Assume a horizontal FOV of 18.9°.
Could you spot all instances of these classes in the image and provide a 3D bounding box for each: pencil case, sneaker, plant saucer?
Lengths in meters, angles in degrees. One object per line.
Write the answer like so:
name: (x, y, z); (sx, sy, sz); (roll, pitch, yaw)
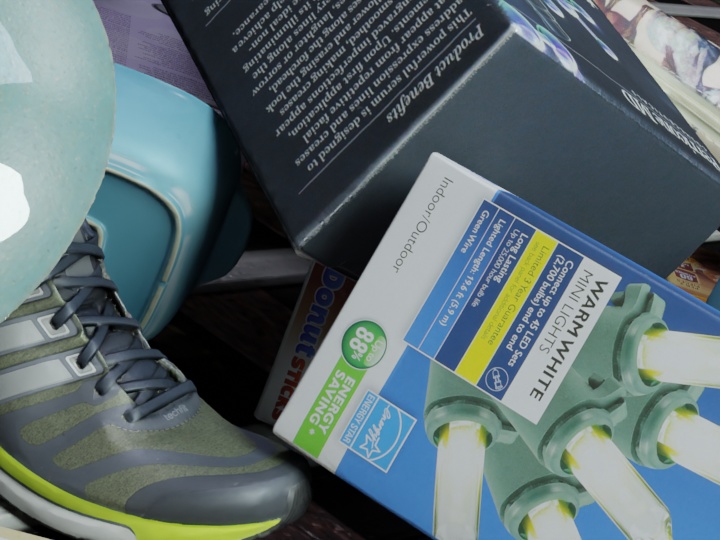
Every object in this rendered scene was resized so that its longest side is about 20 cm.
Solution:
pencil case: (0.140, -0.080, 1.005); (0.200, 0.078, 0.089); (36, -12, 5)
sneaker: (-0.100, 0.024, 0.696); (0.199, 0.081, 0.074); (27, 20, 17)
plant saucer: (-0.178, -0.053, 0.683); (0.200, 0.201, 0.039); (27, -22, 18)

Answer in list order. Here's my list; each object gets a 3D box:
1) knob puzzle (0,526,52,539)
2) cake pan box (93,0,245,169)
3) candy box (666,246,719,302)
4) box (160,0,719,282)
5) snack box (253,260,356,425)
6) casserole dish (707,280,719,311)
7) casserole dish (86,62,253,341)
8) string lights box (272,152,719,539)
knob puzzle: (-0.111, 0.101, 0.552); (0.219, 0.031, 0.220); (18, 19, -7)
cake pan box: (-0.150, -0.109, 1.061); (0.199, 0.053, 0.184); (17, 17, -12)
candy box: (0.180, 0.054, 0.946); (0.115, 0.056, 0.200); (20, 18, -6)
box: (0.022, -0.080, 0.801); (0.148, 0.107, 0.200); (29, 23, -45)
snack box: (0.000, 0.000, 0.880); (0.024, 0.072, 0.200); (23, 19, 4)
casserole dish: (0.213, 0.013, 0.870); (0.121, 0.039, 0.200); (37, 40, 6)
casserole dish: (-0.136, -0.030, 0.767); (0.199, 0.121, 0.039); (19, 41, -9)
string lights box: (0.085, 0.058, 0.650); (0.200, 0.103, 0.059); (31, 3, 24)
